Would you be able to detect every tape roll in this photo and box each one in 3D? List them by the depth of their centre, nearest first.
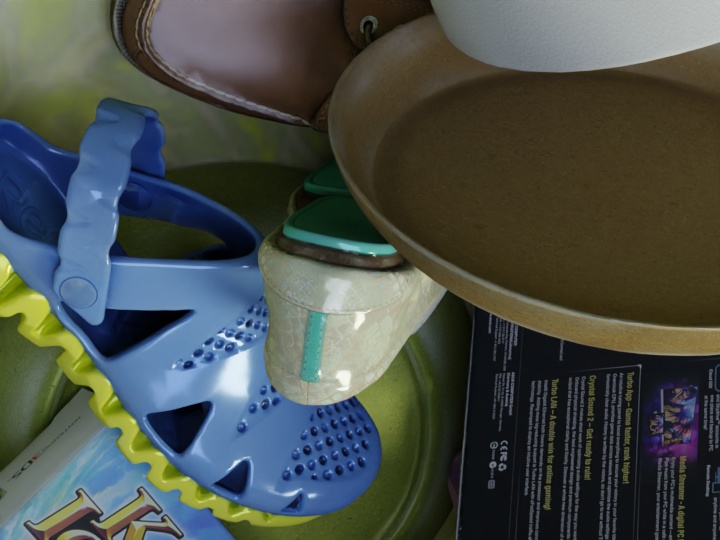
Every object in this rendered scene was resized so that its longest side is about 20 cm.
[{"bbox_3d":[0.113,-0.133,0.935,0.202,0.203,0.037,-26,115,-3],"label":"tape roll"}]

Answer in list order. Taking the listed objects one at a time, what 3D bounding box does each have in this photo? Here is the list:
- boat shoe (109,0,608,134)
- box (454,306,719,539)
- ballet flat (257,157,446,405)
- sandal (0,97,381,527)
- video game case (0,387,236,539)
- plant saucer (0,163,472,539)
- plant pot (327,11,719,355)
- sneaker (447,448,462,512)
[{"bbox_3d":[0.012,-0.078,1.002,0.199,0.068,0.072,6,107,-14],"label":"boat shoe"},{"bbox_3d":[0.116,0.059,0.982,0.159,0.201,0.044,-6,149,19],"label":"box"},{"bbox_3d":[0.000,0.000,0.968,0.067,0.200,0.063,11,104,12],"label":"ballet flat"},{"bbox_3d":[-0.061,0.013,0.967,0.087,0.080,0.200,-32,119,34],"label":"sandal"},{"bbox_3d":[-0.097,0.178,1.018,0.181,0.045,0.200,-45,113,-15],"label":"video game case"},{"bbox_3d":[-0.047,0.060,1.057,0.199,0.031,0.201,-4,110,-11],"label":"plant saucer"},{"bbox_3d":[0.087,-0.030,0.911,0.199,0.200,0.028,-1,124,-12],"label":"plant pot"},{"bbox_3d":[0.122,0.037,1.064,0.199,0.089,0.081,-24,155,7],"label":"sneaker"}]
